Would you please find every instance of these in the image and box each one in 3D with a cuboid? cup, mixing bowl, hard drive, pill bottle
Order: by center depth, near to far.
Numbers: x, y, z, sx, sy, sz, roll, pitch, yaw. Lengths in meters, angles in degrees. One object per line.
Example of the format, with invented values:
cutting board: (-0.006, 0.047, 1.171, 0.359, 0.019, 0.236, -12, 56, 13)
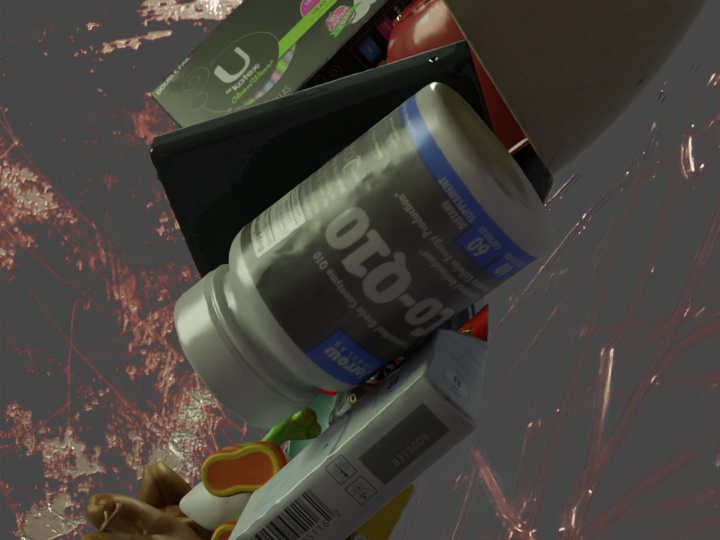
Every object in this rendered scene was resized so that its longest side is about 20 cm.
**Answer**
cup: (0.111, -0.174, 0.705, 0.143, 0.200, 0.200, -32, 6, 9)
pill bottle: (-0.001, -0.003, 0.741, 0.200, 0.114, 0.114, -37, 8, 16)
hard drive: (-0.011, -0.044, 0.802, 0.033, 0.200, 0.140, -93, -15, -63)
mixing bowl: (0.092, -0.158, 0.893, 0.200, 0.108, 0.200, -40, 10, 8)

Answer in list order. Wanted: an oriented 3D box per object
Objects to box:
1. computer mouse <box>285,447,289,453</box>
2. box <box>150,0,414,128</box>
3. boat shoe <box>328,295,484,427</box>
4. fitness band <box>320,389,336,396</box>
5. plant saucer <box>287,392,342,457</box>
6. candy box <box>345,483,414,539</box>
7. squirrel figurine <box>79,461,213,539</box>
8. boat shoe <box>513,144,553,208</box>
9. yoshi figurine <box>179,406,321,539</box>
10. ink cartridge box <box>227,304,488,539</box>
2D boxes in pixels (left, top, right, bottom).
computer mouse: (-0.070, 0.265, 1.228, 0.138, 0.053, 0.200, 136, 150, -81)
box: (-0.033, -0.144, 1.021, 0.200, 0.124, 0.149, -46, 41, 0)
boat shoe: (0.030, 0.067, 0.933, 0.091, 0.071, 0.200, -60, -7, -33)
fitness band: (0.000, 0.000, 0.940, 0.200, 0.037, 0.144, -67, 0, -51)
plant saucer: (-0.014, 0.122, 1.124, 0.200, 0.036, 0.200, -164, 90, -74)
candy box: (-0.027, 0.213, 0.826, 0.200, 0.026, 0.102, -61, -1, -3)
squirrel figurine: (-0.129, 0.240, 0.921, 0.142, 0.200, 0.187, -45, -3, -14)
boat shoe: (0.085, -0.035, 0.953, 0.060, 0.076, 0.200, -62, 13, -21)
yoshi figurine: (-0.047, 0.163, 0.940, 0.112, 0.112, 0.200, -48, -8, 0)
ink cartridge box: (0.006, 0.090, 0.803, 0.160, 0.047, 0.200, -44, 8, 18)
